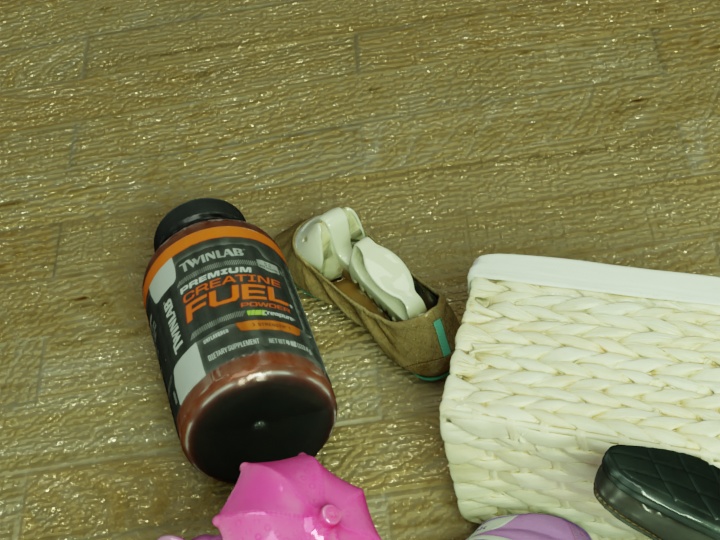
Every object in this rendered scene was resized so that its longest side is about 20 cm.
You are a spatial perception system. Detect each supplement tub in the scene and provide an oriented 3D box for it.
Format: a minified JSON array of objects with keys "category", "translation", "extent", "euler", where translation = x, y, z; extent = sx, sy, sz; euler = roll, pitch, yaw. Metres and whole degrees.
[{"category":"supplement tub","translation":[-0.089,0.039,1.038],"extent":[0.106,0.108,0.201],"euler":[-19,44,-6]}]

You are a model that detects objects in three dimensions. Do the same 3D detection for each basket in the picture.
[{"category":"basket","translation":[0.152,0.086,0.915],"extent":[0.198,0.136,0.124],"euler":[8,52,20]}]

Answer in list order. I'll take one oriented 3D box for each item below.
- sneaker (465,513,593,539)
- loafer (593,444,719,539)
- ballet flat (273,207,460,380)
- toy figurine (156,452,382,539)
[{"category":"sneaker","translation":[0.146,0.192,0.854],"extent":[0.199,0.073,0.114],"euler":[25,24,11]},{"category":"loafer","translation":[0.196,0.157,0.800],"extent":[0.199,0.073,0.073],"euler":[30,20,-16]},{"category":"ballet flat","translation":[0.000,0.000,1.079],"extent":[0.067,0.073,0.200],"euler":[-31,46,-18]},{"category":"toy figurine","translation":[-0.050,0.177,0.833],"extent":[0.197,0.185,0.151],"euler":[-4,44,10]}]
